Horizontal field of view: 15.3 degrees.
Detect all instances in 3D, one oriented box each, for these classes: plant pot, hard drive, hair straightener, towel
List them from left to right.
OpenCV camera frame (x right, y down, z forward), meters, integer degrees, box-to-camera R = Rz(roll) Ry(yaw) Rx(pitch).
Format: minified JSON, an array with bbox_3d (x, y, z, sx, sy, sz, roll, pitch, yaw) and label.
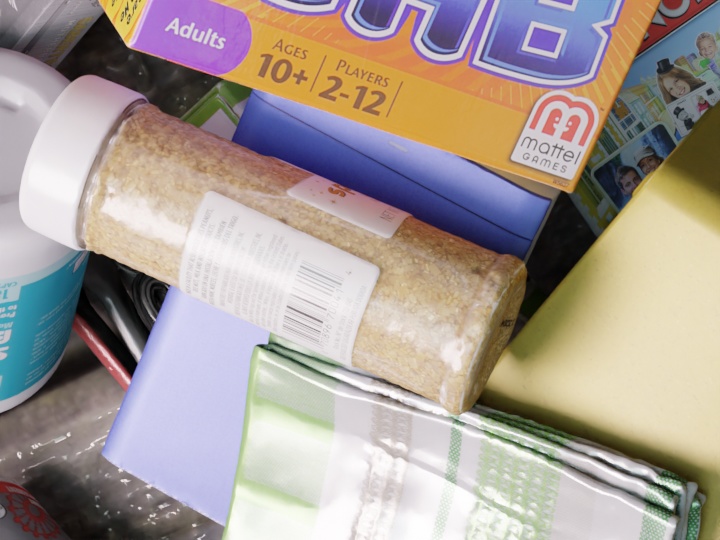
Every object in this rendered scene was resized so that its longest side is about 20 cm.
[{"bbox_3d":[-0.113,0.012,1.306,0.077,0.041,0.200,-38,85,23],"label":"hair straightener"},{"bbox_3d":[-0.016,0.024,1.127,0.131,0.025,0.201,28,113,9],"label":"hard drive"},{"bbox_3d":[0.032,0.122,1.096,0.199,0.031,0.150,20,111,21],"label":"towel"},{"bbox_3d":[0.167,0.042,1.129,0.176,0.200,0.200,41,117,5],"label":"plant pot"}]

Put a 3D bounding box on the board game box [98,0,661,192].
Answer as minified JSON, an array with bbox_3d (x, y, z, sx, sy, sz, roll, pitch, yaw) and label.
[{"bbox_3d":[0.010,-0.183,1.080,0.199,0.200,0.201,17,109,-24],"label":"board game box"}]

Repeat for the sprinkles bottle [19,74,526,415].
[{"bbox_3d":[-0.035,-0.011,1.071,0.199,0.068,0.069,24,111,10],"label":"sprinkles bottle"}]

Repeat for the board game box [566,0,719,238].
[{"bbox_3d":[0.168,-0.096,1.191,0.200,0.029,0.135,-34,93,23],"label":"board game box"}]

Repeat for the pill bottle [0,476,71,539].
[{"bbox_3d":[-0.155,0.200,1.294,0.200,0.115,0.116,43,117,34],"label":"pill bottle"}]

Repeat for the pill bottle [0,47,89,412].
[{"bbox_3d":[-0.180,-0.004,1.227,0.110,0.111,0.200,33,147,8],"label":"pill bottle"}]

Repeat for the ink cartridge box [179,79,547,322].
[{"bbox_3d":[0.000,0.000,1.208,0.076,0.148,0.200,-40,90,23],"label":"ink cartridge box"}]

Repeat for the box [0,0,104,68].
[{"bbox_3d":[-0.197,-0.152,1.245,0.200,0.048,0.159,-44,74,39],"label":"box"}]
